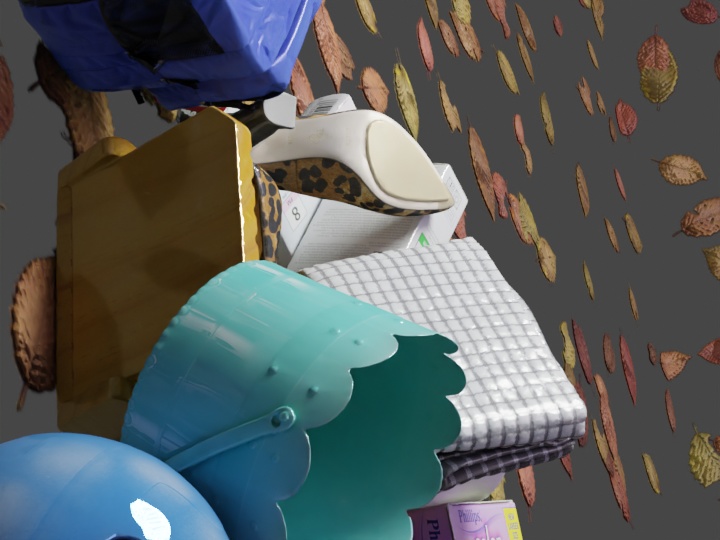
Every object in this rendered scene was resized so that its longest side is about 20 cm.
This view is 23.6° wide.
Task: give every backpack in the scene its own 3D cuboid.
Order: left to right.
[{"bbox_3d":[-0.142,-0.200,1.260,0.169,0.198,0.163,63,37,-40],"label":"backpack"}]

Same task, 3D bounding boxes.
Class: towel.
[{"bbox_3d":[0.053,0.073,1.253,0.201,0.164,0.086,58,-36,39],"label":"towel"}]

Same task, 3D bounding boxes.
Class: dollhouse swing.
[{"bbox_3d":[-0.115,0.014,1.210,0.182,0.174,0.202,44,35,-55],"label":"dollhouse swing"}]

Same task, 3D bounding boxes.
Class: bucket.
[{"bbox_3d":[-0.042,0.102,1.053,0.207,0.134,0.209,-42,146,-37],"label":"bucket"}]

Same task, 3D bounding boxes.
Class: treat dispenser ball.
[{"bbox_3d":[-0.160,0.188,0.918,0.201,0.199,0.203,-16,90,-70],"label":"treat dispenser ball"}]

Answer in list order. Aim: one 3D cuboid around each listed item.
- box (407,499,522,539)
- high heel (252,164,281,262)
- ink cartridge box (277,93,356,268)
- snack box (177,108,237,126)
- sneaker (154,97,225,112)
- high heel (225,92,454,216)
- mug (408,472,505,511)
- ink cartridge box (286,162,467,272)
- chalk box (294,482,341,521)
[{"bbox_3d":[0.014,0.248,1.353,0.176,0.198,0.098,18,59,-68],"label":"box"},{"bbox_3d":[-0.096,0.024,1.281,0.143,0.071,0.201,90,6,-50],"label":"high heel"},{"bbox_3d":[-0.022,-0.026,1.505,0.201,0.057,0.163,60,42,-27],"label":"ink cartridge box"},{"bbox_3d":[-0.119,-0.055,1.452,0.201,0.037,0.117,-85,152,-44],"label":"snack box"},{"bbox_3d":[-0.162,-0.208,1.424,0.078,0.116,0.201,0,43,-45],"label":"sneaker"},{"bbox_3d":[-0.034,-0.080,1.376,0.199,0.142,0.072,24,65,-29],"label":"high heel"},{"bbox_3d":[0.003,0.126,1.357,0.152,0.186,0.151,-13,102,-37],"label":"mug"},{"bbox_3d":[0.000,0.000,1.404,0.051,0.108,0.201,58,47,-41],"label":"ink cartridge box"},{"bbox_3d":[-0.067,0.243,1.203,0.124,0.123,0.202,27,75,-65],"label":"chalk box"}]
